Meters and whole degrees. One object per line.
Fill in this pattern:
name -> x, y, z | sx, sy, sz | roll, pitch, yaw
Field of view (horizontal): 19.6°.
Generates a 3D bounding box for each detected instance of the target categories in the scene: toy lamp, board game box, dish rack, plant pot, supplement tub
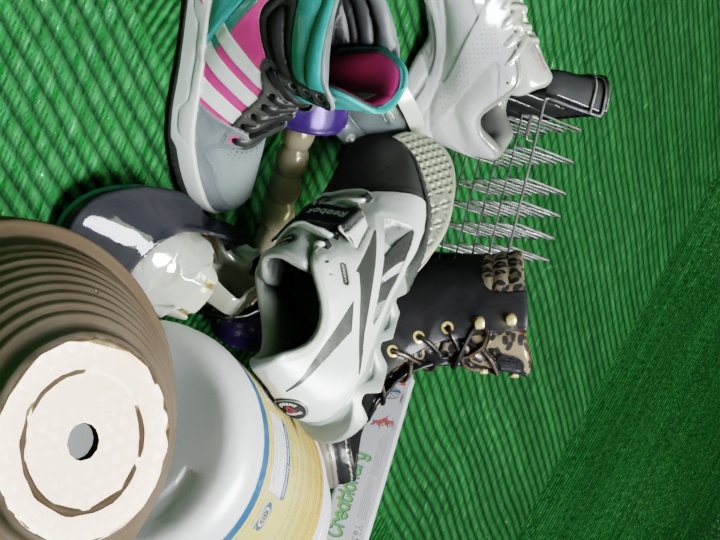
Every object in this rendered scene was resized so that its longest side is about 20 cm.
toy lamp -> -0.048, -0.047, 1.296 | 0.058, 0.058, 0.201 | -28, 137, -58
board game box -> -0.007, 0.175, 1.481 | 0.200, 0.034, 0.127 | -70, 177, -56
dish rack -> 0.103, -0.051, 1.528 | 0.153, 0.054, 0.201 | 3, -103, 69
plant pot -> -0.157, 0.076, 0.997 | 0.200, 0.092, 0.202 | -5, 98, -39
supplement tub -> -0.101, 0.122, 1.225 | 0.145, 0.144, 0.200 | -62, 158, -9

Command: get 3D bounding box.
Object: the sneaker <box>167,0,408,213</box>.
sneaker -> -0.036, -0.103, 1.177 | 0.084, 0.120, 0.201 | -42, 149, -46

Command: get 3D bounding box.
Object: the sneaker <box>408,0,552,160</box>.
sneaker -> 0.093, -0.167, 1.444 | 0.078, 0.099, 0.201 | -39, 146, -49

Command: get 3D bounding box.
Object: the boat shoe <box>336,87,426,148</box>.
boat shoe -> 0.012, -0.078, 1.418 | 0.062, 0.073, 0.200 | -29, 155, -5

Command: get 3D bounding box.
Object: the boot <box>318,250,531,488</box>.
boot -> 0.038, 0.057, 1.387 | 0.201, 0.150, 0.073 | -87, 174, -48

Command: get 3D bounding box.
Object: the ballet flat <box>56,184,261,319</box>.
ballet flat -> -0.100, -0.003, 1.192 | 0.073, 0.073, 0.200 | -67, 159, 2

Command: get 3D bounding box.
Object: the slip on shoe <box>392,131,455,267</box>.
slip on shoe -> 0.000, 0.000, 1.324 | 0.201, 0.074, 0.061 | -66, -169, -19

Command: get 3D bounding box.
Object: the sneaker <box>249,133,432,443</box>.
sneaker -> -0.016, -0.009, 1.216 | 0.088, 0.074, 0.201 | 42, 48, -40
